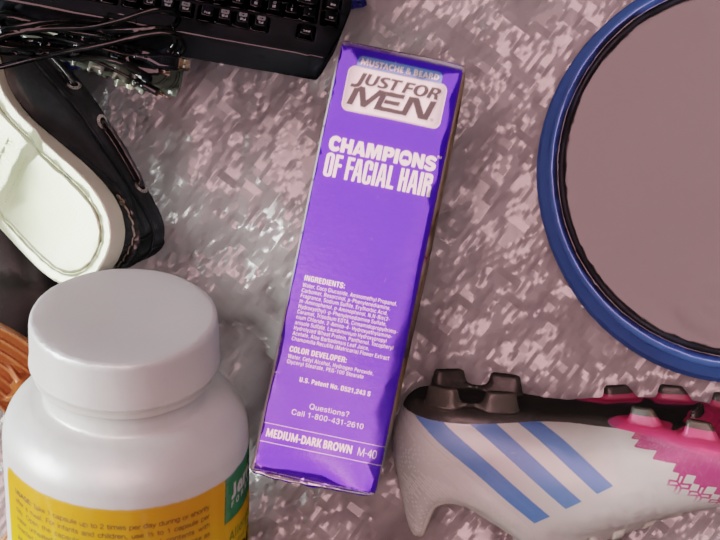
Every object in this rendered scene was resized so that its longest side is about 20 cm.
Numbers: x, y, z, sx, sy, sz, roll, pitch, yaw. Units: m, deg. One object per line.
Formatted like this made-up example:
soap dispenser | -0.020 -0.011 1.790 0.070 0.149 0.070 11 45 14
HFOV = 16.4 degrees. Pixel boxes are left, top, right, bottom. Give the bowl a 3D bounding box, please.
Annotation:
bowl | 0.183 -0.047 1.191 0.200 0.039 0.201 0 87 8

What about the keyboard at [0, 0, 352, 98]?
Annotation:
keyboard | -0.102 -0.130 1.109 0.199 0.040 0.104 9 64 -3

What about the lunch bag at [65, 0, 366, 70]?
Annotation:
lunch bag | -0.115 -0.183 1.227 0.199 0.094 0.151 -13 87 20

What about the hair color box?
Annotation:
hair color box | 0.000 0.000 1.177 0.065 0.109 0.201 10 89 1

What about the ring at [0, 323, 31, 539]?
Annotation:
ring | -0.223 0.104 1.190 0.200 0.019 0.201 -7 122 -11

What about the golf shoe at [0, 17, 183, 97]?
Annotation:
golf shoe | -0.149 -0.156 1.165 0.200 0.077 0.088 40 103 23

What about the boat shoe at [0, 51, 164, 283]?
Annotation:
boat shoe | -0.160 -0.073 1.190 0.199 0.066 0.075 45 117 25

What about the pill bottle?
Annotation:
pill bottle | -0.106 0.105 1.145 0.112 0.113 0.200 6 120 8

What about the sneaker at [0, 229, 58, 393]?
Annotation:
sneaker | -0.188 -0.029 1.235 0.078 0.070 0.200 -17 76 -19

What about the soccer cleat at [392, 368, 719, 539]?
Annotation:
soccer cleat | 0.114 0.099 1.187 0.199 0.070 0.087 6 104 10
